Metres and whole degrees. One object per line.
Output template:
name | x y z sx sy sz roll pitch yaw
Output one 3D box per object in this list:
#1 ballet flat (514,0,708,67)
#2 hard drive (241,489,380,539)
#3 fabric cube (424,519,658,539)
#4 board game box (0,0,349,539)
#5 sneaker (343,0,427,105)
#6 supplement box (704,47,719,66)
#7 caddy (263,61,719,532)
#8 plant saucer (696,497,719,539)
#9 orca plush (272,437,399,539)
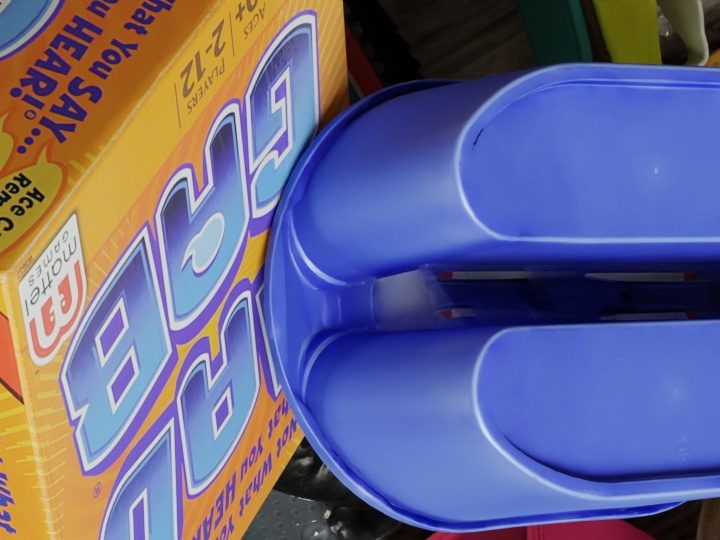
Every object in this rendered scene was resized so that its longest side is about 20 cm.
ballet flat | 0.094 -0.055 0.913 0.067 0.067 0.200 -8 89 -27
hard drive | -0.097 0.086 1.021 0.200 0.042 0.135 28 114 -28
fabric cube | 0.079 0.235 1.046 0.199 0.200 0.196 30 128 -27
board game box | -0.132 -0.011 0.792 0.200 0.200 0.200 14 135 19
sneaker | 0.000 0.000 0.925 0.093 0.070 0.200 -26 85 16
supplement box | 0.126 -0.028 0.968 0.200 0.069 0.067 -36 154 10
caddy | 0.066 0.008 0.810 0.200 0.105 0.142 0 83 -34
plant saucer | 0.184 0.120 1.013 0.037 0.201 0.200 -5 138 42
orca plush | 0.001 0.046 0.971 0.200 0.071 0.105 26 80 -34
